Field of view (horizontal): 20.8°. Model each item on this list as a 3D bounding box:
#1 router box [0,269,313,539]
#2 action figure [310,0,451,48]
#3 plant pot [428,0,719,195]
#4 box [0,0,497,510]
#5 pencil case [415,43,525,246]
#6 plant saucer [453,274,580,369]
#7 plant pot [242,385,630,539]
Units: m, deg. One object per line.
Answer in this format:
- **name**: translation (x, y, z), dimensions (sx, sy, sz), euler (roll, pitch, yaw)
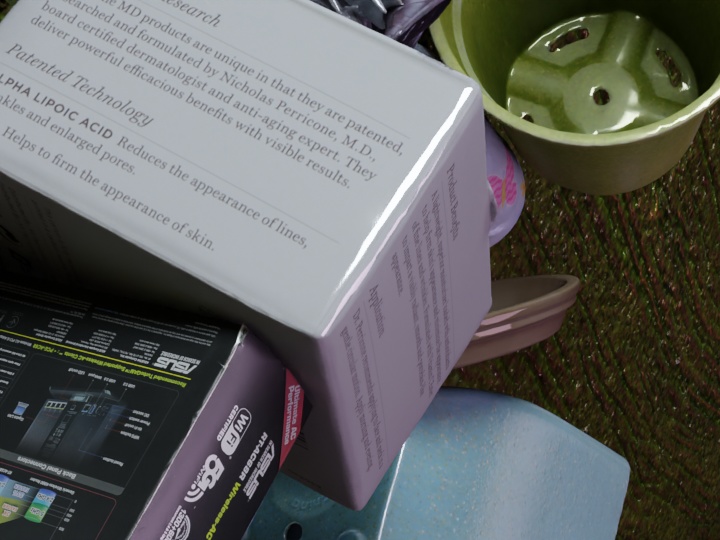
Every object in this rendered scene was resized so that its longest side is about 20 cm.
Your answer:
- **router box**: translation (-0.137, 0.083, 0.802), dimensions (0.150, 0.199, 0.062), euler (-60, 139, -22)
- **action figure**: translation (-0.049, -0.168, 0.848), dimensions (0.069, 0.200, 0.130), euler (-44, 177, -35)
- **plant pot**: translation (0.147, -0.136, 1.196), dimensions (0.184, 0.200, 0.201), euler (67, 46, -70)
- **box**: translation (-0.056, -0.023, 0.866), dimensions (0.131, 0.199, 0.199), euler (-56, 161, -21)
- **pencil case**: translation (0.039, -0.072, 1.210), dimensions (0.091, 0.083, 0.200), euler (-63, 155, -4)
- **plant saucer**: translation (0.032, 0.036, 1.138), dimensions (0.200, 0.199, 0.030), euler (-21, 100, -59)
- **plant pot**: translation (0.020, 0.159, 1.188), dimensions (0.200, 0.196, 0.197), euler (43, 56, -47)
